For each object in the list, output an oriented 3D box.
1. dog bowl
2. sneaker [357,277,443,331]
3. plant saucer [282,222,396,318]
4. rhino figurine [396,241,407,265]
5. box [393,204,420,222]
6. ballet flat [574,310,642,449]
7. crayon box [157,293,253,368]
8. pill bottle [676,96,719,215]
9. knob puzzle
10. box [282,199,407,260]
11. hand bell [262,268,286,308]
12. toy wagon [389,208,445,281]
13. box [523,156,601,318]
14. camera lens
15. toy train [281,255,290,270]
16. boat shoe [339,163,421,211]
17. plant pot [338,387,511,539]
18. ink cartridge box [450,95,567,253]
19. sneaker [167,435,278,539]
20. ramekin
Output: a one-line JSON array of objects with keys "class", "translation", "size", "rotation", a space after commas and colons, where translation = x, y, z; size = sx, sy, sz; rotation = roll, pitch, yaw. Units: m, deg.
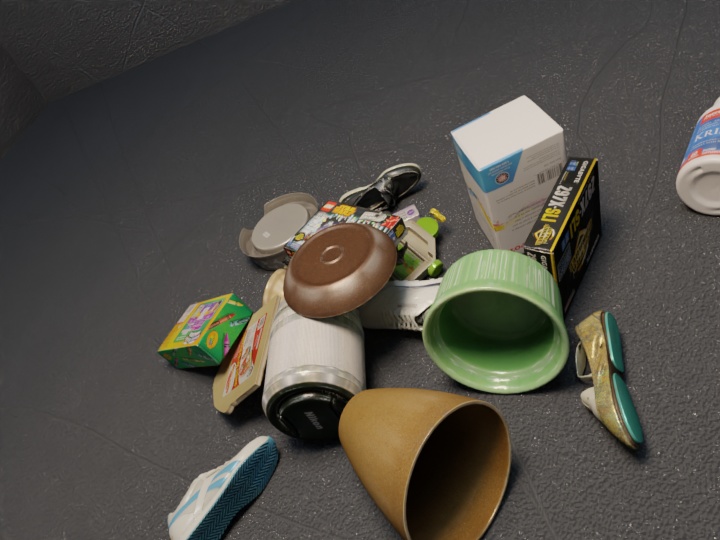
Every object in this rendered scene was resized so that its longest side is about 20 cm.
[{"class": "dog bowl", "translation": [-0.174, -0.085, 1.243], "size": [0.195, 0.059, 0.203], "rotation": [-17, 42, 15]}, {"class": "sneaker", "translation": [0.080, 0.066, 0.923], "size": [0.195, 0.078, 0.081], "rotation": [-14, 31, 18]}, {"class": "plant saucer", "translation": [-0.040, -0.014, 0.873], "size": [0.195, 0.037, 0.203], "rotation": [-16, 40, 13]}, {"class": "rhino figurine", "translation": [0.000, 0.000, 0.983], "size": [0.197, 0.060, 0.088], "rotation": [-32, 57, -2]}, {"class": "box", "translation": [0.031, -0.068, 1.123], "size": [0.195, 0.042, 0.039], "rotation": [-25, 40, 4]}, {"class": "ballet flat", "translation": [0.320, 0.146, 0.733], "size": [0.069, 0.071, 0.204], "rotation": [-10, 45, 20]}, {"class": "crayon box", "translation": [-0.301, 0.119, 1.060], "size": [0.197, 0.058, 0.120], "rotation": [-14, 38, 49]}, {"class": "pill bottle", "translation": [0.585, -0.196, 0.882], "size": [0.110, 0.114, 0.202], "rotation": [11, 54, 37]}, {"class": "knob puzzle", "translation": [-0.204, 0.164, 0.980], "size": [0.219, 0.030, 0.223], "rotation": [-44, 30, 32]}, {"class": "box", "translation": [-0.030, -0.054, 0.978], "size": [0.197, 0.040, 0.137], "rotation": [18, 57, 44]}, {"class": "hand bell", "translation": [-0.073, 0.068, 1.031], "size": [0.194, 0.106, 0.106], "rotation": [12, 53, 21]}, {"class": "toy wagon", "translation": [0.084, -0.036, 1.038], "size": [0.199, 0.040, 0.155], "rotation": [-41, 60, -15]}, {"class": "box", "translation": [0.315, -0.047, 0.848], "size": [0.048, 0.162, 0.202], "rotation": [12, 54, 37]}, {"class": "camera lens", "translation": [-0.069, 0.147, 0.870], "size": [0.156, 0.162, 0.203], "rotation": [-16, 41, 13]}, {"class": "toy train", "translation": [-0.078, -0.005, 1.119], "size": [0.195, 0.047, 0.034], "rotation": [8, 46, 31]}, {"class": "boat shoe", "translation": [0.044, -0.159, 1.182], "size": [0.194, 0.075, 0.067], "rotation": [-20, 43, 11]}, {"class": "plant pot", "translation": [0.060, 0.232, 0.717], "size": [0.187, 0.188, 0.198], "rotation": [-48, 32, -22]}, {"class": "ink cartridge box", "translation": [0.265, -0.155, 0.955], "size": [0.143, 0.203, 0.148], "rotation": [-23, 39, 4]}, {"class": "sneaker", "translation": [-0.209, 0.327, 0.836], "size": [0.080, 0.077, 0.200], "rotation": [22, 60, 44]}, {"class": "ramekin", "translation": [0.191, 0.069, 0.780], "size": [0.194, 0.203, 0.099], "rotation": [-5, 37, 25]}]
